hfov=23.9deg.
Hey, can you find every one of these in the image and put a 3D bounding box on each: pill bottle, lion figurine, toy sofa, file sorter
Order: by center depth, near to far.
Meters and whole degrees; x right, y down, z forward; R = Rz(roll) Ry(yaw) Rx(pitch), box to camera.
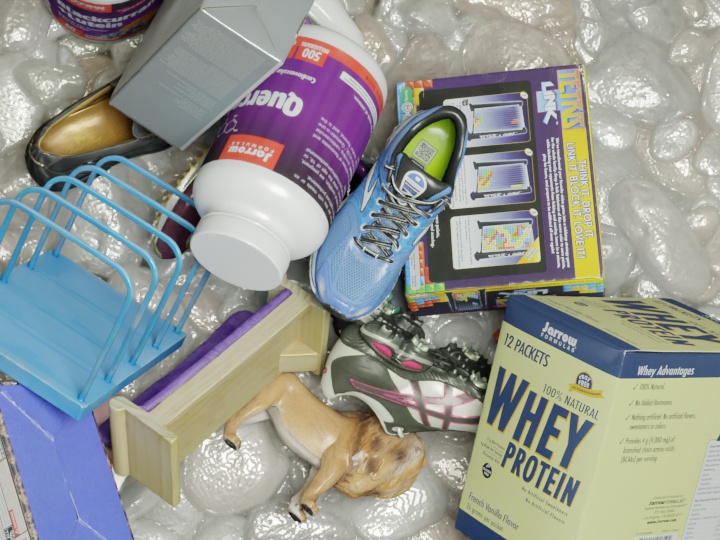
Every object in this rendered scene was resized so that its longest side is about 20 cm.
[{"bbox_3d":[-0.210,0.002,1.317,0.138,0.200,0.123,31,111,7],"label":"file sorter"},{"bbox_3d":[-0.060,-0.088,1.338,0.112,0.113,0.201,26,62,-5],"label":"pill bottle"},{"bbox_3d":[-0.121,0.083,1.359,0.097,0.083,0.200,32,51,23],"label":"toy sofa"},{"bbox_3d":[-0.207,-0.260,1.375,0.111,0.200,0.112,1,83,-8],"label":"pill bottle"},{"bbox_3d":[-0.046,0.131,1.420,0.200,0.073,0.123,41,64,4],"label":"lion figurine"}]

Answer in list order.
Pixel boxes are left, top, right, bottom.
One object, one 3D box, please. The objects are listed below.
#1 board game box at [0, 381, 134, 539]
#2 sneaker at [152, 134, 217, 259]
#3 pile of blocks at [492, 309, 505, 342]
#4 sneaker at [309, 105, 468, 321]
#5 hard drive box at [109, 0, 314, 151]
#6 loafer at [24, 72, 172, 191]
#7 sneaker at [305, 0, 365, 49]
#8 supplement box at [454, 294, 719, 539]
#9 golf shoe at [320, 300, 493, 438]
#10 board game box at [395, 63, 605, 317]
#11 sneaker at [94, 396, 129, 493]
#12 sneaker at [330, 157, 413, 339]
[{"bbox_3d":[-0.283,0.197,1.292,0.200,0.097,0.160,-32,69,32],"label":"board game box"},{"bbox_3d":[-0.090,-0.075,1.435,0.090,0.075,0.200,38,80,3],"label":"sneaker"},{"bbox_3d":[0.146,0.043,1.453,0.062,0.082,0.201,-3,84,-9],"label":"pile of blocks"},{"bbox_3d":[0.024,-0.053,1.349,0.078,0.089,0.201,29,75,-4],"label":"sneaker"},{"bbox_3d":[-0.104,-0.205,1.340,0.077,0.200,0.156,32,63,-17],"label":"hard drive box"},{"bbox_3d":[-0.189,-0.132,1.428,0.200,0.072,0.073,-35,88,-12],"label":"loafer"},{"bbox_3d":[-0.049,-0.273,1.464,0.099,0.075,0.200,-38,90,-10],"label":"sneaker"},{"bbox_3d":[0.208,0.135,1.357,0.199,0.134,0.201,2,106,-39],"label":"supplement box"},{"bbox_3d":[0.062,0.102,1.410,0.199,0.077,0.088,31,109,-16],"label":"golf shoe"},{"bbox_3d":[0.116,-0.068,1.429,0.164,0.057,0.201,-4,67,6],"label":"board game box"},{"bbox_3d":[-0.254,0.183,1.382,0.104,0.075,0.201,29,76,-4],"label":"sneaker"},{"bbox_3d":[0.000,0.000,1.428,0.074,0.088,0.201,-12,82,7],"label":"sneaker"}]
